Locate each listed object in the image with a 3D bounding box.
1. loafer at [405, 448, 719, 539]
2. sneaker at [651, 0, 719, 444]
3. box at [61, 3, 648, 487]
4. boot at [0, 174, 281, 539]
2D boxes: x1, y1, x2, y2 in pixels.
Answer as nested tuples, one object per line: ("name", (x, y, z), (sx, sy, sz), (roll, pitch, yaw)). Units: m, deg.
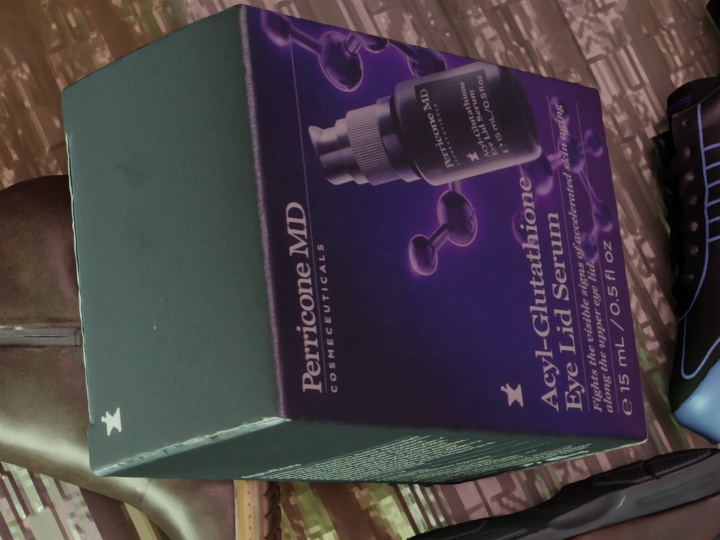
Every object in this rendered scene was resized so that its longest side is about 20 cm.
("loafer", (0.067, 0.128, 0.821), (0.200, 0.072, 0.063), (-17, 92, -16))
("sneaker", (0.155, -0.027, 0.869), (0.078, 0.070, 0.200), (23, 70, -2))
("box", (0.000, 0.000, 0.762), (0.200, 0.104, 0.148), (6, 72, -45))
("boot", (-0.120, 0.062, 0.809), (0.166, 0.072, 0.200), (-8, 85, 1))
